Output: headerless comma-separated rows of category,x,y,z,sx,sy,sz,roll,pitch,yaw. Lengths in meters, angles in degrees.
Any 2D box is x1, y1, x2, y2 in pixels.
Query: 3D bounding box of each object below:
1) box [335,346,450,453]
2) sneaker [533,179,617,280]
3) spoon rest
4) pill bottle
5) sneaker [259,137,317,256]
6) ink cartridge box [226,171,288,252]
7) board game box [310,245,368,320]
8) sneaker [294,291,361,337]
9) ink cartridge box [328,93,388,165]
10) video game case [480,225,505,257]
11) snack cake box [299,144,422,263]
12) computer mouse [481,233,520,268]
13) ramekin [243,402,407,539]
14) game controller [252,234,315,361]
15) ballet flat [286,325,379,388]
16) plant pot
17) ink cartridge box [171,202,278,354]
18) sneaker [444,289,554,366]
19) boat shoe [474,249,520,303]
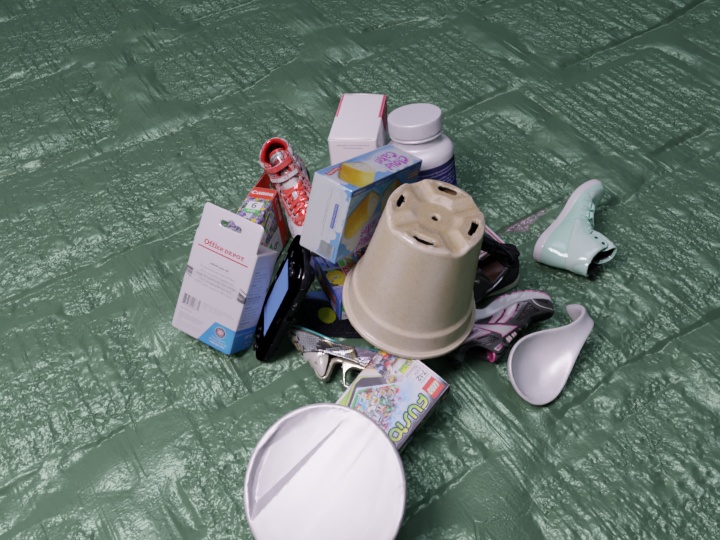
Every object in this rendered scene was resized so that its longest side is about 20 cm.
box,0.020,0.202,1.021,0.110,0.035,0.200,35,72,19
sneaker,0.395,-0.067,1.284,0.117,0.074,0.201,26,62,31
spoon rest,0.287,0.116,1.117,0.200,0.060,0.100,-41,96,-33
pill bottle,0.102,-0.169,1.270,0.118,0.202,0.120,-7,34,5
sneaker,-0.108,-0.123,1.201,0.067,0.108,0.203,-26,55,9
ink cartridge box,-0.163,-0.076,1.273,0.050,0.110,0.201,9,47,18
board game box,0.000,0.000,1.188,0.134,0.035,0.200,-8,33,-17
sneaker,-0.011,0.059,1.187,0.197,0.067,0.079,6,34,6
ink cartridge box,0.003,-0.180,1.299,0.082,0.202,0.147,2,42,8
video game case,0.132,-0.044,1.306,0.198,0.018,0.143,-25,52,-21
snack cake box,0.003,-0.101,1.094,0.067,0.116,0.199,28,33,22
computer mouse,0.152,-0.029,1.189,0.109,0.200,0.044,21,79,-22
ramekin,-0.036,0.271,0.923,0.200,0.094,0.205,-3,72,9
game controller,-0.118,0.043,1.114,0.042,0.201,0.105,8,43,-26
ballet flat,-0.027,0.136,1.111,0.198,0.073,0.072,14,48,15
plant pot,0.084,-0.015,1.031,0.198,0.185,0.202,5,49,-6
ink cartridge box,-0.200,0.009,1.138,0.115,0.202,0.067,24,13,21
sneaker,0.206,0.097,1.150,0.198,0.081,0.087,-15,65,-8
boat shoe,0.175,0.020,1.214,0.199,0.068,0.072,-27,54,-21
